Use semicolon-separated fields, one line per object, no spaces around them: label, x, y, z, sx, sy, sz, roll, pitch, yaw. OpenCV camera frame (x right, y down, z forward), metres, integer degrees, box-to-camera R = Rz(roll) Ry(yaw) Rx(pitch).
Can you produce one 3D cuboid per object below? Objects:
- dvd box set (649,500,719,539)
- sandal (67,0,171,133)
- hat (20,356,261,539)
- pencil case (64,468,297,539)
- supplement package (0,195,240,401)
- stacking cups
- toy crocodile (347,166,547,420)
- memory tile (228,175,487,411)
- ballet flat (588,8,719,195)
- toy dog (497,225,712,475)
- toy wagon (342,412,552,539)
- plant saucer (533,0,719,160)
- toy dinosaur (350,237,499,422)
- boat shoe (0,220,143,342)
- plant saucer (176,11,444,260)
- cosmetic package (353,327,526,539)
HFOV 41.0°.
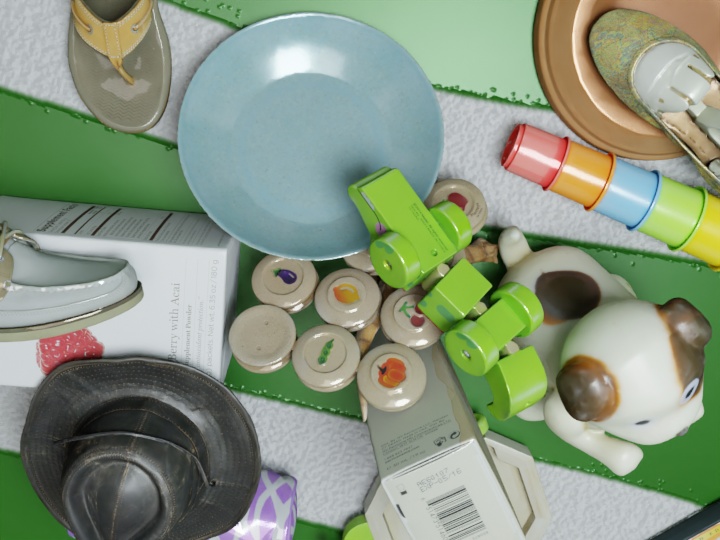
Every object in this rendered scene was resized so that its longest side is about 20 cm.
dvd box set;0.329;0.321;0.887;0.146;0.029;0.200;-32;104;6
sandal;-0.182;-0.204;0.723;0.080;0.054;0.201;5;104;-3
hat;-0.166;0.161;0.699;0.200;0.081;0.201;1;122;1
pencil case;-0.148;0.202;0.818;0.199;0.084;0.086;12;140;-4
supplement package;-0.199;0.019;0.745;0.199;0.120;0.122;4;105;-3
stacking cups;0.212;-0.067;0.776;0.199;0.061;0.061;25;102;-4
toy crocodile;0.061;0.014;0.675;0.067;0.062;0.200;-37;85;-31
memory tile;0.000;0.000;0.725;0.153;0.017;0.200;16;64;13
ballet flat;0.254;-0.119;0.718;0.200;0.071;0.071;44;99;-11
toy dog;0.186;0.054;0.721;0.139;0.200;0.194;-23;105;-5
toy wagon;0.063;0.217;0.848;0.199;0.040;0.156;-19;104;4
plant saucer;0.237;-0.184;0.754;0.199;0.037;0.201;0;104;-2
toy dinosaur;0.030;0.011;0.746;0.200;0.106;0.061;-39;143;-29
boat shoe;-0.248;0.004;0.640;0.199;0.075;0.069;-4;109;0
plant saucer;-0.037;-0.099;0.737;0.200;0.039;0.202;1;74;-2
cosmetic package;0.052;0.122;0.733;0.073;0.200;0.104;-25;116;5
